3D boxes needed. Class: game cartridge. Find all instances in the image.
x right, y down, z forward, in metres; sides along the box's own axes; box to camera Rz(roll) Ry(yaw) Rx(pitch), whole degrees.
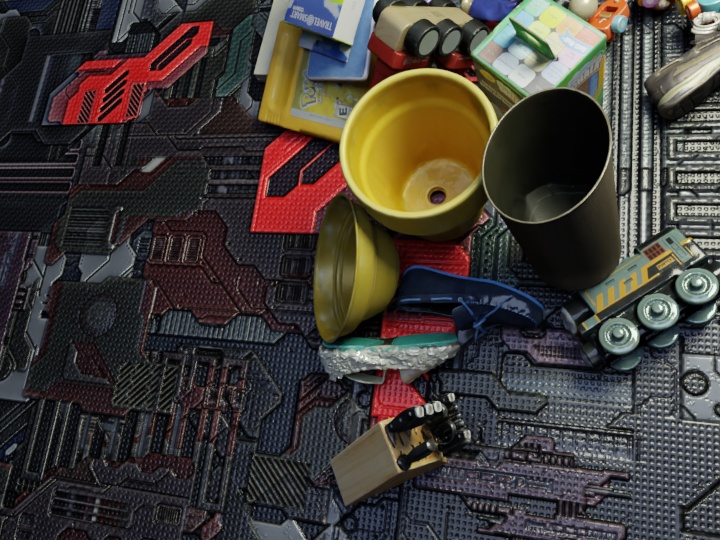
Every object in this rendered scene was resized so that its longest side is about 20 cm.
[{"bbox_3d":[-0.057,-0.297,1.037,0.198,0.032,0.178,19,101,21],"label":"game cartridge"}]

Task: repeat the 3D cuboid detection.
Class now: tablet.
[{"bbox_3d":[-0.021,-0.381,0.975,0.129,0.014,0.203,15,101,42],"label":"tablet"}]

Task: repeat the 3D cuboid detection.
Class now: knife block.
[{"bbox_3d":[0.037,0.216,0.799,0.198,0.176,0.065,-26,66,8],"label":"knife block"}]

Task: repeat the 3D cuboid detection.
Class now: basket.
[{"bbox_3d":[0.234,-0.075,0.776,0.135,0.200,0.182,-1,60,28],"label":"basket"}]

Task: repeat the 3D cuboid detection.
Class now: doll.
[{"bbox_3d":[0.250,-0.397,0.972,0.199,0.048,0.137,24,82,37],"label":"doll"}]

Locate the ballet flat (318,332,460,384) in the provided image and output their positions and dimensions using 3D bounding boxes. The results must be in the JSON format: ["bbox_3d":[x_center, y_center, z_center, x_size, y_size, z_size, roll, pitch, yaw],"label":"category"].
[{"bbox_3d":[0.040,0.120,0.899,0.198,0.072,0.073,-3,72,19],"label":"ballet flat"}]

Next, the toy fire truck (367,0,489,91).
[{"bbox_3d":[0.085,-0.277,0.973,0.129,0.175,0.201,46,132,25],"label":"toy fire truck"}]

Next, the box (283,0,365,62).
[{"bbox_3d":[-0.039,-0.415,0.952,0.122,0.047,0.202,32,110,38],"label":"box"}]

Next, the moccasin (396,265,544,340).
[{"bbox_3d":[0.140,0.052,0.879,0.198,0.081,0.069,11,62,33],"label":"moccasin"}]

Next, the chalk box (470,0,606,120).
[{"bbox_3d":[0.235,-0.265,0.876,0.124,0.200,0.125,-43,66,0],"label":"chalk box"}]

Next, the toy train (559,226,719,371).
[{"bbox_3d":[0.344,0.036,0.817,0.199,0.085,0.115,-34,53,8],"label":"toy train"}]

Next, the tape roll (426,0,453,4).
[{"bbox_3d":[0.047,-0.457,1.045,0.197,0.085,0.203,-2,74,8],"label":"tape roll"}]

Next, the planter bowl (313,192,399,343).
[{"bbox_3d":[0.000,0.000,0.907,0.082,0.200,0.203,6,71,-19],"label":"planter bowl"}]

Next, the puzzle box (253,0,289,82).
[{"bbox_3d":[-0.095,-0.408,1.120,0.131,0.025,0.202,8,76,18],"label":"puzzle box"}]

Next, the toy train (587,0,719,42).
[{"bbox_3d":[0.411,-0.348,0.913,0.199,0.056,0.151,25,71,44],"label":"toy train"}]

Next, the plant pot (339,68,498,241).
[{"bbox_3d":[0.091,-0.129,0.884,0.198,0.189,0.203,-5,71,15],"label":"plant pot"}]

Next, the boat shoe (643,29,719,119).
[{"bbox_3d":[0.467,-0.287,0.880,0.199,0.075,0.074,-34,67,3],"label":"boat shoe"}]
